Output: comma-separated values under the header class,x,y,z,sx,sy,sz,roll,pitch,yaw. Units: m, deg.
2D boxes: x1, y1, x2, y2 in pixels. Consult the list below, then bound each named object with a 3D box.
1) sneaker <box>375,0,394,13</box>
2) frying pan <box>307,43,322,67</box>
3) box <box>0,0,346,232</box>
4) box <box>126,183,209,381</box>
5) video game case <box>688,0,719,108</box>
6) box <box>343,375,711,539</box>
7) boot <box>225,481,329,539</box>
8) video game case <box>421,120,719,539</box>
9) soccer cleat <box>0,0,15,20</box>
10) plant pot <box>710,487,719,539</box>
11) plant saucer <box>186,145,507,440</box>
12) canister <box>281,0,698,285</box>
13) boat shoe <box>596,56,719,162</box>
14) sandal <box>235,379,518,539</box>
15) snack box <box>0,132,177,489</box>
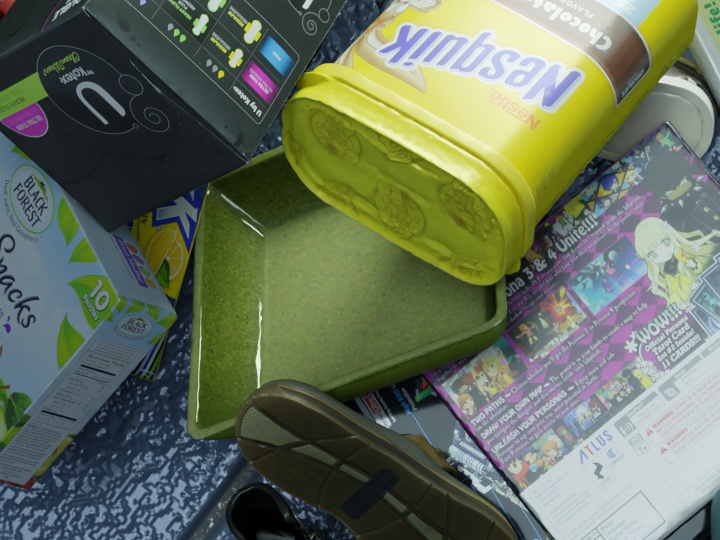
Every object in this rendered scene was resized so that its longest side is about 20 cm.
class,x,y,z,sx,sy,sz,roll,pitch,yaw
sneaker,0.105,-0.185,1.526,0.199,0.072,0.073,-24,87,7
frying pan,0.008,-0.205,1.545,0.031,0.115,0.191,40,133,21
box,-0.098,-0.147,1.408,0.124,0.148,0.201,42,56,-20
box,-0.136,-0.042,1.526,0.070,0.064,0.201,9,82,46
video game case,0.288,-0.129,1.498,0.181,0.022,0.201,-24,80,-11
box,0.096,0.103,1.497,0.158,0.046,0.201,-33,80,2
boot,0.002,0.203,1.449,0.200,0.131,0.068,40,81,10
video game case,0.152,0.049,1.453,0.200,0.036,0.182,-40,81,2
soccer cleat,-0.194,-0.175,1.535,0.199,0.069,0.085,28,84,40
plant pot,0.266,0.148,1.396,0.200,0.200,0.135,-39,74,0
plant saucer,0.000,0.000,1.471,0.199,0.048,0.201,-21,44,21
canister,0.073,-0.106,1.407,0.148,0.087,0.200,30,58,21
boat shoe,0.112,-0.110,1.519,0.199,0.060,0.072,12,117,11
sandal,0.015,0.117,1.422,0.200,0.054,0.080,40,120,-21
snack box,-0.198,0.003,1.484,0.142,0.053,0.200,-47,50,18
